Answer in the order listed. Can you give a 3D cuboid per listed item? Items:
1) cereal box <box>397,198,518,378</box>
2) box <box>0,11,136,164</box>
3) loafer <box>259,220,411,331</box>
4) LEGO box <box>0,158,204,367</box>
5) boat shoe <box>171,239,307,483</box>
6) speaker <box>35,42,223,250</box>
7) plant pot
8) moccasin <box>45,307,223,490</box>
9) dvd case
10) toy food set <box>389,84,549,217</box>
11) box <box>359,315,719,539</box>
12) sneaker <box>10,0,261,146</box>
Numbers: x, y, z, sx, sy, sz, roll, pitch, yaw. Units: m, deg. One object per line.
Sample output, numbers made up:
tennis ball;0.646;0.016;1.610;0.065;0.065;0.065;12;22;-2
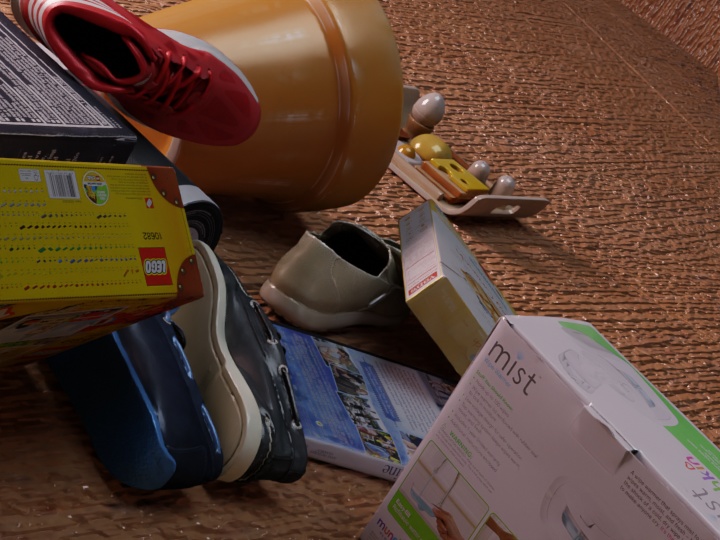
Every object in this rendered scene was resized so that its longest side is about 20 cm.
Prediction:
cereal box;0.085;0.036;1.291;0.144;0.039;0.200;53;10;-16
box;-0.284;-0.093;1.039;0.200;0.123;0.198;41;21;24
loafer;0.000;0.000;1.304;0.076;0.068;0.200;38;22;16
LEGO box;-0.205;0.001;0.888;0.200;0.149;0.077;-2;74;-55
boat shoe;-0.075;0.058;1.064;0.066;0.075;0.200;21;24;-32
speaker;-0.188;-0.074;1.196;0.200;0.081;0.081;43;23;28
plant pot;-0.099;-0.138;1.338;0.183;0.201;0.200;-10;44;-38
moccasin;-0.139;0.053;1.007;0.068;0.080;0.200;18;39;-44
dvd case;0.021;0.101;1.179;0.199;0.018;0.143;19;24;-28
toy food set;0.083;-0.123;1.708;0.200;0.061;0.143;42;23;26
box;0.122;0.154;0.979;0.096;0.177;0.200;7;31;-47
sneaker;-0.141;-0.124;1.144;0.200;0.078;0.116;27;15;-30
